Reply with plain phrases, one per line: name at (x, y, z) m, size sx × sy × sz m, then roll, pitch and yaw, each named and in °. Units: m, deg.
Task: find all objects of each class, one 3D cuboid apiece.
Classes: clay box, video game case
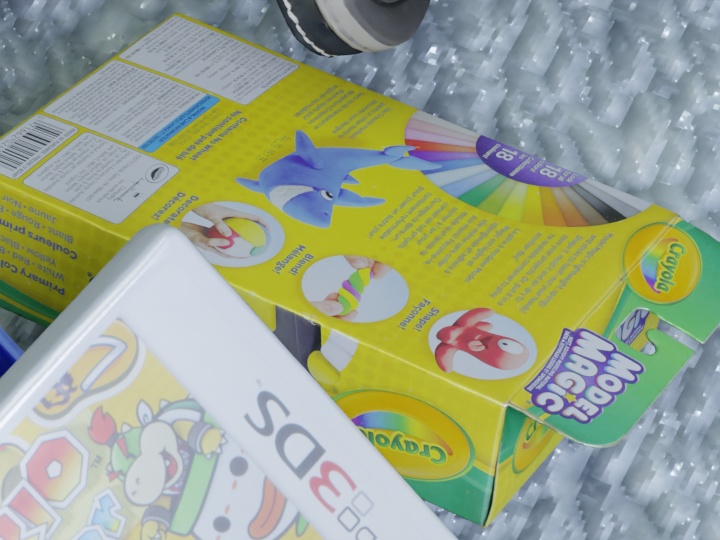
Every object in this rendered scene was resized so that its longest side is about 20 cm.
clay box at (0.000, 0.000, 0.819) m, size 0.199 × 0.048 × 0.115 m, roll 24°, pitch 37°, yaw 19°
video game case at (-0.057, 0.122, 0.733) m, size 0.200 × 0.182 × 0.023 m, roll -48°, pitch 21°, yaw -17°

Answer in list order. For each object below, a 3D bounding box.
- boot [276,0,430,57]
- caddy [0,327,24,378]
boot at (-0.061, -0.127, 0.884) m, size 0.150 × 0.073 × 0.201 m, roll -23°, pitch 58°, yaw 20°
caddy at (-0.147, 0.069, 0.795) m, size 0.141 × 0.105 × 0.200 m, roll -40°, pitch 63°, yaw -14°
